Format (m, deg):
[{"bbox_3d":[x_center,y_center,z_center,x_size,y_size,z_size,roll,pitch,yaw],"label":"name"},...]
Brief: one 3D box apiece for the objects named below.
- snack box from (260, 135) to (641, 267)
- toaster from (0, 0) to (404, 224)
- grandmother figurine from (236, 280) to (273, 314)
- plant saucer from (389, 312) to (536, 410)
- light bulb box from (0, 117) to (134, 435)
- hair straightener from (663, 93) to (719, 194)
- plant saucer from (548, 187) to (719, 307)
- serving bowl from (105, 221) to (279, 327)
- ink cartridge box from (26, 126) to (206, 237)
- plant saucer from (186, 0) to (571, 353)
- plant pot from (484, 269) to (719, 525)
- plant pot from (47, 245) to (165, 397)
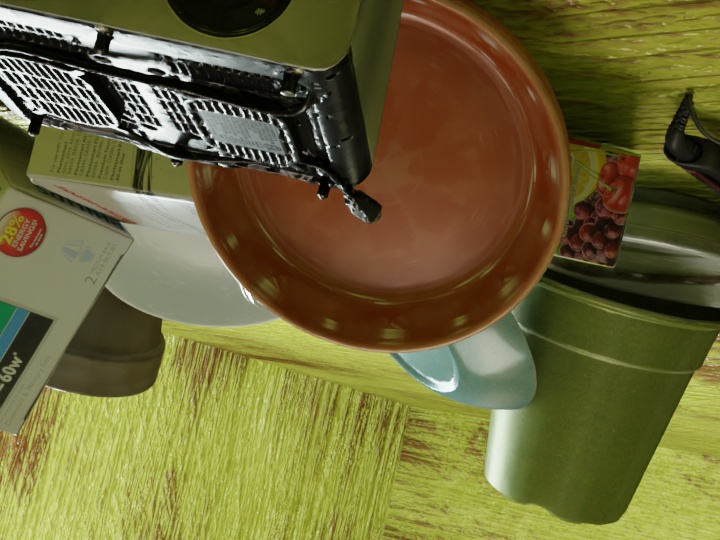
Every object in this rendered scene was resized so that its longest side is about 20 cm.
[{"bbox_3d":[0.058,-0.058,0.820,0.198,0.068,0.169,13,-173,9],"label":"snack box"},{"bbox_3d":[-0.071,-0.114,0.583,0.179,0.120,0.200,13,169,7],"label":"toaster"},{"bbox_3d":[0.000,0.000,0.943,0.199,0.061,0.121,-1,-179,35],"label":"grandmother figurine"},{"bbox_3d":[0.049,0.040,1.081,0.201,0.039,0.202,41,156,23],"label":"plant saucer"},{"bbox_3d":[-0.315,-0.008,1.155,0.124,0.199,0.200,25,-168,-40],"label":"light bulb box"},{"bbox_3d":[0.239,-0.055,0.805,0.077,0.041,0.200,6,164,40],"label":"hair straightener"},{"bbox_3d":[0.212,-0.021,0.996,0.198,0.051,0.200,12,171,2],"label":"plant saucer"},{"bbox_3d":[-0.130,-0.026,1.216,0.198,0.066,0.201,1,150,0],"label":"serving bowl"},{"bbox_3d":[-0.119,-0.076,1.029,0.199,0.085,0.146,10,172,23],"label":"ink cartridge box"},{"bbox_3d":[0.009,-0.053,0.717,0.199,0.202,0.032,12,-153,10],"label":"plant saucer"},{"bbox_3d":[0.182,0.098,1.152,0.198,0.191,0.200,15,-169,-3],"label":"plant pot"},{"bbox_3d":[-0.261,-0.004,1.322,0.199,0.175,0.200,20,-166,-5],"label":"plant pot"}]
